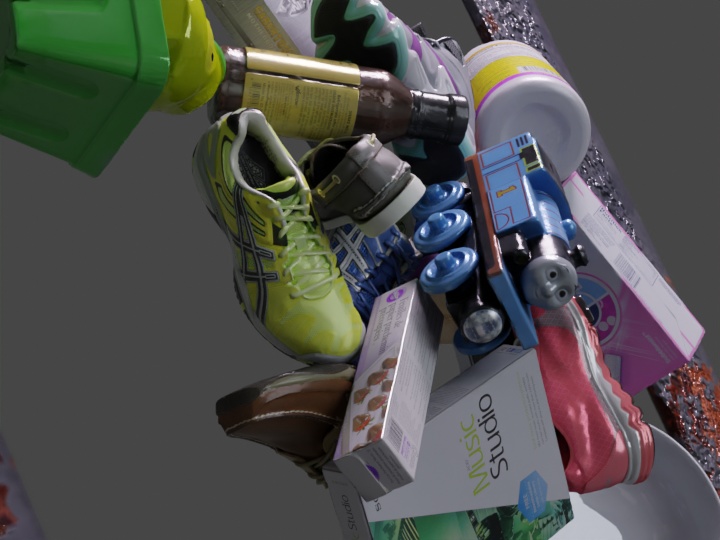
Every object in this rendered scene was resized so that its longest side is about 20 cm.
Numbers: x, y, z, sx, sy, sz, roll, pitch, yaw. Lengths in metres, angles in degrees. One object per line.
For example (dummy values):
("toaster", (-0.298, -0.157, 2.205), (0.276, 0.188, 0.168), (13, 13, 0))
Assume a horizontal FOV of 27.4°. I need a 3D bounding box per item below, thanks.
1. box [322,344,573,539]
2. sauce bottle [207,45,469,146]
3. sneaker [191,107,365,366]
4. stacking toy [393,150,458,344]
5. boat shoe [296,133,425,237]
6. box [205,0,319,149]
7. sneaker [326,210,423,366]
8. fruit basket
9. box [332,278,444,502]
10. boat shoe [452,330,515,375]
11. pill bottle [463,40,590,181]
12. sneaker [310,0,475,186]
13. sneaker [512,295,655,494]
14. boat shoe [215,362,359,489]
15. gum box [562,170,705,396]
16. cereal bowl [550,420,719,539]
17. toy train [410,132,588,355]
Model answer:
("box", (0.068, 0.159, 1.047), (0.200, 0.036, 0.145), (-29, 112, -38))
("sauce bottle", (-0.016, -0.127, 1.128), (0.199, 0.065, 0.065), (8, 53, -13))
("sneaker", (-0.058, -0.022, 1.043), (0.075, 0.076, 0.201), (-28, 82, -24))
("stacking toy", (0.061, -0.040, 1.246), (0.085, 0.085, 0.201), (30, 39, -39))
("boat shoe", (-0.011, -0.070, 1.090), (0.060, 0.072, 0.202), (47, -7, -15))
("box", (-0.039, -0.203, 1.249), (0.200, 0.048, 0.158), (54, 33, -11))
("sneaker", (0.000, 0.000, 1.126), (0.076, 0.077, 0.201), (43, 39, -29))
("fruit basket", (-0.160, -0.169, 0.986), (0.215, 0.155, 0.217), (17, 55, -26))
("box", (0.022, 0.076, 0.998), (0.042, 0.039, 0.200), (54, 24, -21))
("boat shoe", (0.114, 0.055, 1.251), (0.070, 0.066, 0.201), (21, 51, -46))
("pill bottle", (0.140, -0.151, 1.362), (0.104, 0.104, 0.200), (48, 10, -20))
("sneaker", (0.033, -0.179, 1.226), (0.200, 0.077, 0.140), (55, 30, -28))
("sneaker", (0.150, 0.085, 1.158), (0.086, 0.074, 0.201), (-17, 63, -23))
("boat shoe", (-0.015, 0.111, 1.027), (0.200, 0.075, 0.074), (8, 63, -51))
("gum box", (0.198, 0.019, 1.328), (0.200, 0.113, 0.066), (51, 34, -2))
("cereal bowl", (0.191, 0.220, 1.185), (0.199, 0.083, 0.201), (7, 61, -12))
("toy train", (0.103, -0.020, 1.084), (0.087, 0.114, 0.200), (59, 13, -27))
